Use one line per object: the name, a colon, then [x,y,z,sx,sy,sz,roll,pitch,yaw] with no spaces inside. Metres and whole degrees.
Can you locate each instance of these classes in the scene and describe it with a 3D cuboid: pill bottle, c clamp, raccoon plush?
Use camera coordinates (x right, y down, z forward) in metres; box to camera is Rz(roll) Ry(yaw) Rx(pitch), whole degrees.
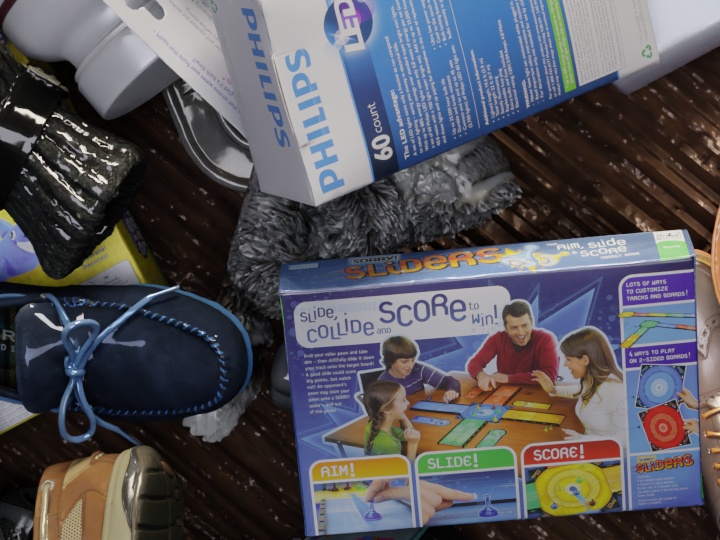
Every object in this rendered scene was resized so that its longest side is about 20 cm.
pill bottle: [-0.154,-0.179,1.215,0.113,0.113,0.200,-38,87,10]
c clamp: [-0.039,-0.146,1.259,0.170,0.027,0.201,-16,95,8]
raccoon plush: [0.000,0.000,1.233,0.133,0.097,0.201,16,111,-3]

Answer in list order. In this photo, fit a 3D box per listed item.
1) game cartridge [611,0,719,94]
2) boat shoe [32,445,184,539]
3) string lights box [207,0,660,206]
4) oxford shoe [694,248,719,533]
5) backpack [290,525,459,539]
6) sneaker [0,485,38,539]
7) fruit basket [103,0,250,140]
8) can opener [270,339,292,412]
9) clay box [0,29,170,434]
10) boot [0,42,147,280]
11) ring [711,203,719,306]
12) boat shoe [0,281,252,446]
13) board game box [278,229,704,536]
game cartridge: [0.129,-0.198,1.231,0.133,0.040,0.201,-28,94,13]
boat shoe: [-0.136,0.182,1.174,0.073,0.076,0.201,0,63,17]
string lights box: [0.037,-0.114,1.148,0.199,0.059,0.103,-23,109,-24]
oxford shoe: [0.196,0.084,1.242,0.071,0.073,0.201,-23,94,10]
backpack: [-0.012,0.221,1.219,0.152,0.200,0.177,-6,98,10]
sneaker: [-0.147,0.201,1.286,0.086,0.080,0.200,-39,93,19]
fruit basket: [-0.066,-0.194,1.163,0.185,0.094,0.200,42,71,-21]
can opener: [0.054,0.063,1.274,0.199,0.053,0.067,16,70,4]
clay box: [-0.186,-0.029,1.281,0.114,0.048,0.201,-27,93,10]
boot: [-0.179,-0.078,1.149,0.158,0.211,0.079,44,88,6]
ring: [0.247,-0.043,1.167,0.200,0.201,0.019,-46,123,10]
boat shoe: [-0.150,0.048,1.204,0.199,0.069,0.085,-1,100,26]
board game box: [0.065,0.056,1.190,0.198,0.035,0.136,-4,113,1]
